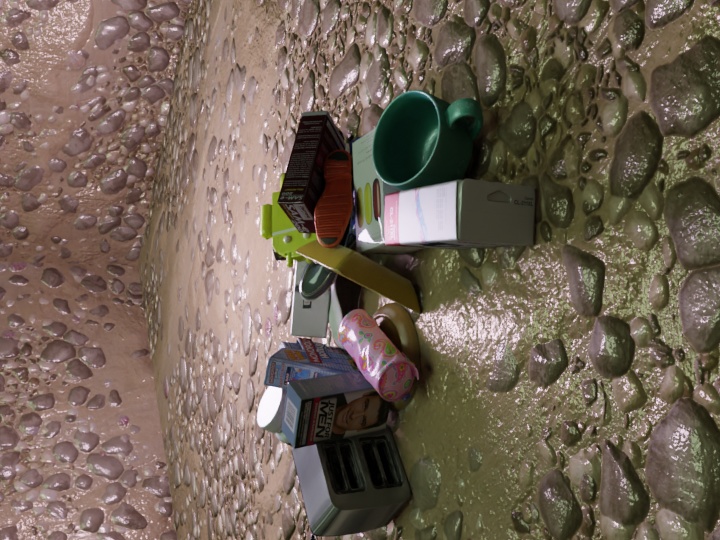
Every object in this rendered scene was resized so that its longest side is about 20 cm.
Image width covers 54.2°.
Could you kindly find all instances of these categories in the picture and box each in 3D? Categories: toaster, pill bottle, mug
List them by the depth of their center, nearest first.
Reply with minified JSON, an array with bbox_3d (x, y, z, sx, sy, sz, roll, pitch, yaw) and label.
[{"bbox_3d":[0.118,-0.195,1.125,0.183,0.112,0.156,22,97,48],"label":"mug"},{"bbox_3d":[-0.020,0.390,1.306,0.120,0.176,0.204,-59,39,41],"label":"toaster"},{"bbox_3d":[-0.106,0.309,1.432,0.113,0.197,0.115,-40,33,34],"label":"pill bottle"}]

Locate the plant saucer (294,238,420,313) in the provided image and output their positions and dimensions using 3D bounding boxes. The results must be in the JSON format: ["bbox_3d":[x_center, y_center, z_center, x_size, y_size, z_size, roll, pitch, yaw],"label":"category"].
[{"bbox_3d":[0.000,0.000,1.296,0.199,0.197,0.050,23,86,60],"label":"plant saucer"}]

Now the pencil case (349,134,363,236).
[{"bbox_3d":[0.015,-0.162,1.366,0.076,0.086,0.207,0,89,37],"label":"pencil case"}]

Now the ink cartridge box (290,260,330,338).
[{"bbox_3d":[-0.103,0.030,1.538,0.146,0.081,0.207,-99,14,-80],"label":"ink cartridge box"}]

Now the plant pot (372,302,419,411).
[{"bbox_3d":[0.051,0.165,1.344,0.199,0.027,0.207,-8,81,63],"label":"plant pot"}]

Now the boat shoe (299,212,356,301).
[{"bbox_3d":[-0.066,-0.033,1.414,0.072,0.062,0.202,33,86,19],"label":"boat shoe"}]

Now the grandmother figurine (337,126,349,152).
[{"bbox_3d":[-0.060,-0.253,1.547,0.199,0.059,0.125,-159,66,-64],"label":"grandmother figurine"}]

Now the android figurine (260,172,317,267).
[{"bbox_3d":[-0.122,-0.106,1.411,0.177,0.041,0.206,-9,69,23],"label":"android figurine"}]

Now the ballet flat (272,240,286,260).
[{"bbox_3d":[-0.151,-0.065,1.531,0.200,0.045,0.069,-70,-33,-75],"label":"ballet flat"}]

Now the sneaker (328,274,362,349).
[{"bbox_3d":[-0.043,0.063,1.479,0.084,0.071,0.207,-2,88,60],"label":"sneaker"}]

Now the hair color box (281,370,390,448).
[{"bbox_3d":[-0.039,0.246,1.272,0.060,0.195,0.102,37,124,49],"label":"hair color box"}]

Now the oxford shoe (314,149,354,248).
[{"bbox_3d":[-0.038,-0.120,1.289,0.073,0.069,0.205,68,-154,-57],"label":"oxford shoe"}]

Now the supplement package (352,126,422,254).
[{"bbox_3d":[0.058,-0.138,1.253,0.113,0.107,0.207,-17,74,61],"label":"supplement package"}]

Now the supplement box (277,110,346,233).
[{"bbox_3d":[-0.089,-0.186,1.335,0.059,0.109,0.205,1,63,22],"label":"supplement box"}]

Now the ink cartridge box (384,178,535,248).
[{"bbox_3d":[0.143,-0.078,1.047,0.199,0.142,0.086,0,88,63],"label":"ink cartridge box"}]

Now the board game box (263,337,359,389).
[{"bbox_3d":[-0.104,0.191,1.427,0.200,0.194,0.063,-131,53,-65],"label":"board game box"}]

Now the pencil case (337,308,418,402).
[{"bbox_3d":[0.029,0.152,1.276,0.200,0.085,0.090,45,127,54],"label":"pencil case"}]
